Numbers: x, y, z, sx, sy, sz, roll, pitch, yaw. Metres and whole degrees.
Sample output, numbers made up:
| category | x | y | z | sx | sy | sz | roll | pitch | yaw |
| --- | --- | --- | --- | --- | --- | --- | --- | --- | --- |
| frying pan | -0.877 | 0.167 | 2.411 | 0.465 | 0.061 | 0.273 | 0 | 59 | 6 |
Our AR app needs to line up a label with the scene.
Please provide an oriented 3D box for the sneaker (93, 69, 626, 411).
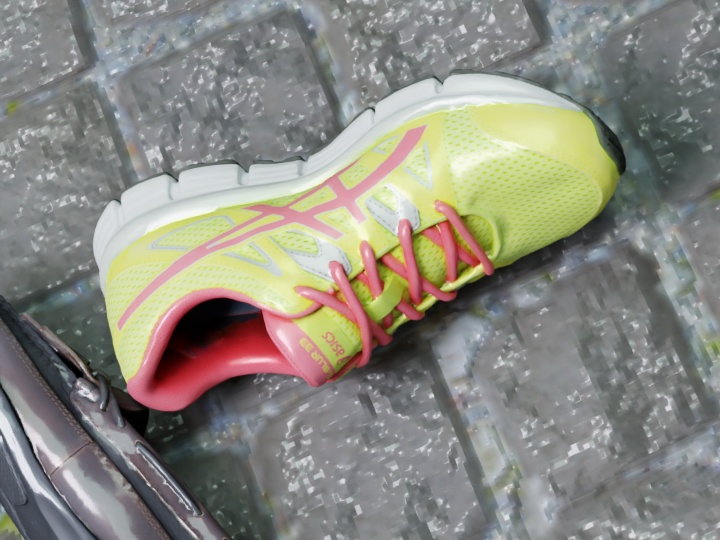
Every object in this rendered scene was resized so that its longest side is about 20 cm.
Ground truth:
| category | x | y | z | sx | sy | sz | roll | pitch | yaw |
| --- | --- | --- | --- | --- | --- | --- | --- | --- | --- |
| sneaker | 0.000 | 0.000 | 0.990 | 0.199 | 0.078 | 0.091 | -19 | 44 | 20 |

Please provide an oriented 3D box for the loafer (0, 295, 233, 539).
| category | x | y | z | sx | sy | sz | roll | pitch | yaw |
| --- | --- | --- | --- | --- | --- | --- | --- | --- | --- |
| loafer | -0.088 | 0.076 | 1.002 | 0.063 | 0.072 | 0.200 | -26 | 64 | -19 |
